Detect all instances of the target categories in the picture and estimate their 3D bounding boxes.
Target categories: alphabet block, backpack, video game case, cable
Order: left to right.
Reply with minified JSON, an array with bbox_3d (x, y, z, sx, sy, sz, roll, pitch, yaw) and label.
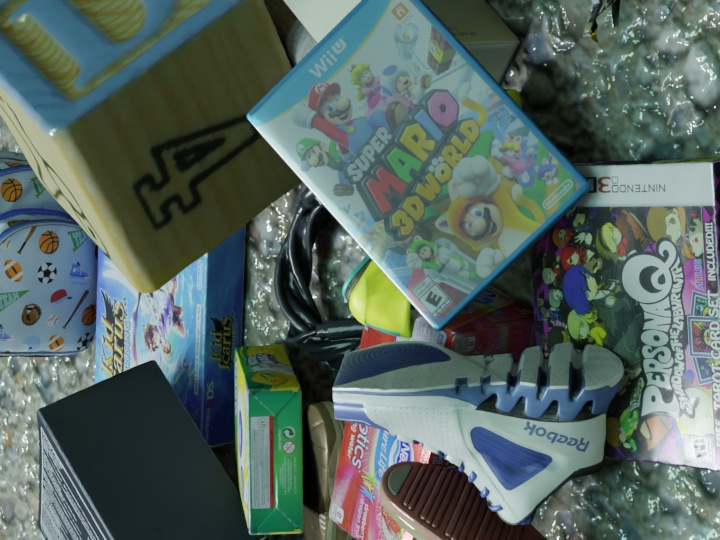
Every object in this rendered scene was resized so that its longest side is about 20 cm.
[{"bbox_3d":[-0.326,-0.013,1.899,0.153,0.199,0.192,15,101,45],"label":"backpack"},{"bbox_3d":[-0.173,-0.143,1.604,0.195,0.196,0.201,46,167,39],"label":"alphabet block"},{"bbox_3d":[-0.173,0.036,1.816,0.181,0.045,0.202,20,111,50],"label":"video game case"},{"bbox_3d":[0.000,0.000,1.593,0.200,0.051,0.164,-50,63,41],"label":"cable"},{"bbox_3d":[0.038,-0.081,1.377,0.143,0.018,0.200,-43,80,8],"label":"video game case"},{"bbox_3d":[0.185,0.027,1.359,0.181,0.036,0.202,3,98,53],"label":"video game case"}]

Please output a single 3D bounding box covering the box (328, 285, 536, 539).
[{"bbox_3d":[0.055,0.110,1.492,0.100,0.095,0.202,33,120,45],"label":"box"}]

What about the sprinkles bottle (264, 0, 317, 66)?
[{"bbox_3d":[-0.005,-0.152,1.549,0.200,0.068,0.069,50,132,35],"label":"sprinkles bottle"}]

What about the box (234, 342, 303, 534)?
[{"bbox_3d":[-0.076,0.129,1.639,0.200,0.048,0.118,-120,30,-81],"label":"box"}]

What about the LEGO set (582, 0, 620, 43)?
[{"bbox_3d":[0.189,-0.251,1.282,0.200,0.115,0.155,-39,36,44],"label":"LEGO set"}]

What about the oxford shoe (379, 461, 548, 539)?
[{"bbox_3d":[0.093,0.207,1.419,0.199,0.071,0.074,33,134,4],"label":"oxford shoe"}]

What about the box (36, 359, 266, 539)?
[{"bbox_3d":[-0.183,0.223,1.749,0.200,0.123,0.199,54,154,26],"label":"box"}]

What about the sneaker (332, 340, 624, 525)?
[{"bbox_3d":[0.079,0.115,1.372,0.198,0.081,0.116,1,112,13],"label":"sneaker"}]

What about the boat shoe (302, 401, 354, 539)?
[{"bbox_3d":[-0.010,0.172,1.604,0.201,0.066,0.074,98,155,-52],"label":"boat shoe"}]

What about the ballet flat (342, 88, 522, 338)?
[{"bbox_3d":[0.069,-0.035,1.423,0.067,0.200,0.067,34,167,23],"label":"ballet flat"}]

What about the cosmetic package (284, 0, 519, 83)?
[{"bbox_3d":[0.014,-0.200,1.490,0.200,0.103,0.073,53,133,31],"label":"cosmetic package"}]
